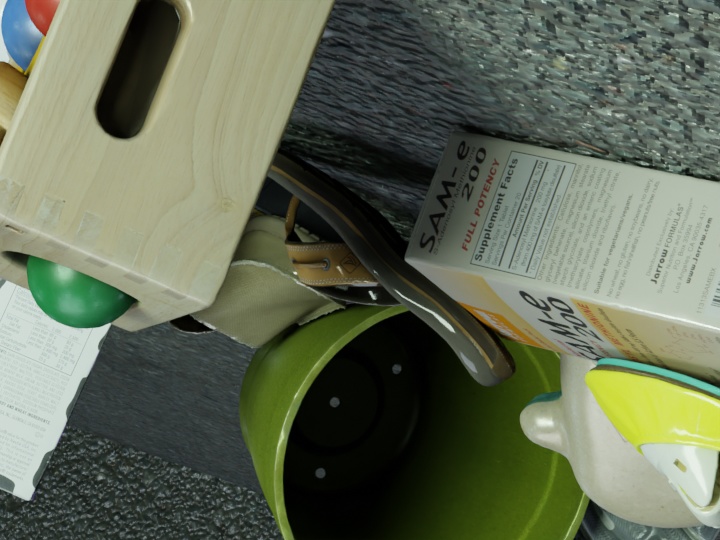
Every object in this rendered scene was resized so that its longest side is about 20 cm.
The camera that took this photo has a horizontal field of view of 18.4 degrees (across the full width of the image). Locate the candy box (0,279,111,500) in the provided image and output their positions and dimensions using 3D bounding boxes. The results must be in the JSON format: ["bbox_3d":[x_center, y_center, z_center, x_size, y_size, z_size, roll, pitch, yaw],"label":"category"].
[{"bbox_3d":[-0.181,0.013,1.282,0.072,0.200,0.168,24,-178,-11],"label":"candy box"}]

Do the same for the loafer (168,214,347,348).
[{"bbox_3d":[-0.059,0.012,1.344,0.076,0.067,0.200,26,167,-23],"label":"loafer"}]

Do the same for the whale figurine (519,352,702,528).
[{"bbox_3d":[0.161,0.053,1.245,0.159,0.104,0.200,-22,123,28],"label":"whale figurine"}]

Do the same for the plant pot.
[{"bbox_3d":[0.014,0.100,1.373,0.200,0.200,0.193,25,179,-21],"label":"plant pot"}]

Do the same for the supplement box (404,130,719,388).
[{"bbox_3d":[0.140,0.004,1.070,0.200,0.074,0.126,14,167,32],"label":"supplement box"}]

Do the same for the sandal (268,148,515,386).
[{"bbox_3d":[0.000,0.000,1.193,0.200,0.055,0.082,44,-174,16],"label":"sandal"}]

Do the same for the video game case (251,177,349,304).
[{"bbox_3d":[-0.048,-0.020,1.412,0.200,0.026,0.181,27,167,-27],"label":"video game case"}]

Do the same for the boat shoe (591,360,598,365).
[{"bbox_3d":[0.214,0.057,1.132,0.201,0.074,0.063,6,144,19],"label":"boat shoe"}]

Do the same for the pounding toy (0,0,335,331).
[{"bbox_3d":[-0.118,-0.058,0.917,0.142,0.200,0.184,24,168,-14],"label":"pounding toy"}]

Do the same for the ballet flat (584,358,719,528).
[{"bbox_3d":[0.192,0.094,1.051,0.200,0.067,0.067,14,165,22],"label":"ballet flat"}]

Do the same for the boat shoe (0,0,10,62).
[{"bbox_3d":[-0.146,-0.099,1.113,0.057,0.069,0.200,16,170,25],"label":"boat shoe"}]

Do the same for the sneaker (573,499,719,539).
[{"bbox_3d":[0.216,0.147,1.375,0.115,0.200,0.075,21,-148,-55],"label":"sneaker"}]
